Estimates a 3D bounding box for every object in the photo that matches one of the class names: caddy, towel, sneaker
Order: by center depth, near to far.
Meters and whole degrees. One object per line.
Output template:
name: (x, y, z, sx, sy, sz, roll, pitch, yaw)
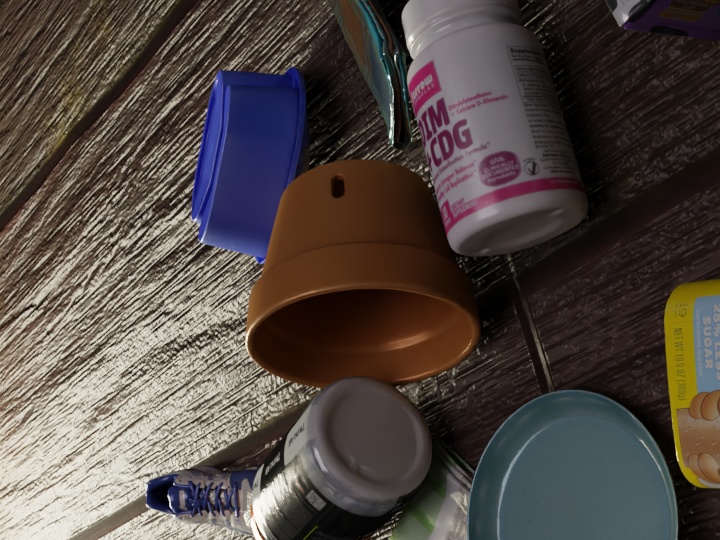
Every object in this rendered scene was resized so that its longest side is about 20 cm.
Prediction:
towel: (0.095, 0.261, 1.062, 0.200, 0.030, 0.151, 41, 121, 43)
towel: (-0.002, -0.222, 1.110, 0.147, 0.021, 0.201, 79, 168, -62)
caddy: (-0.103, -0.108, 1.243, 0.142, 0.104, 0.202, -121, 42, -65)
sneaker: (-0.160, 0.252, 1.336, 0.199, 0.087, 0.076, -11, 81, 50)

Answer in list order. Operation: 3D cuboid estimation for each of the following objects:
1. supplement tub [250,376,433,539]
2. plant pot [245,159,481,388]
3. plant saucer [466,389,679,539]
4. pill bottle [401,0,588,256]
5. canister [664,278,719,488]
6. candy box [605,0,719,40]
supplement tub: (-0.025, 0.192, 1.124, 0.200, 0.121, 0.124, -53, 52, 49)
plant pot: (0.000, 0.000, 1.063, 0.200, 0.198, 0.141, -37, 46, 45)
plant saucer: (0.164, 0.194, 0.948, 0.199, 0.027, 0.203, -17, 66, 44)
pill bottle: (0.100, -0.123, 0.975, 0.113, 0.112, 0.202, -31, 67, 47)
canister: (0.292, 0.067, 0.765, 0.199, 0.086, 0.151, -10, 83, 53)
candy box: (0.256, -0.229, 0.733, 0.200, 0.166, 0.072, -46, 59, 41)
